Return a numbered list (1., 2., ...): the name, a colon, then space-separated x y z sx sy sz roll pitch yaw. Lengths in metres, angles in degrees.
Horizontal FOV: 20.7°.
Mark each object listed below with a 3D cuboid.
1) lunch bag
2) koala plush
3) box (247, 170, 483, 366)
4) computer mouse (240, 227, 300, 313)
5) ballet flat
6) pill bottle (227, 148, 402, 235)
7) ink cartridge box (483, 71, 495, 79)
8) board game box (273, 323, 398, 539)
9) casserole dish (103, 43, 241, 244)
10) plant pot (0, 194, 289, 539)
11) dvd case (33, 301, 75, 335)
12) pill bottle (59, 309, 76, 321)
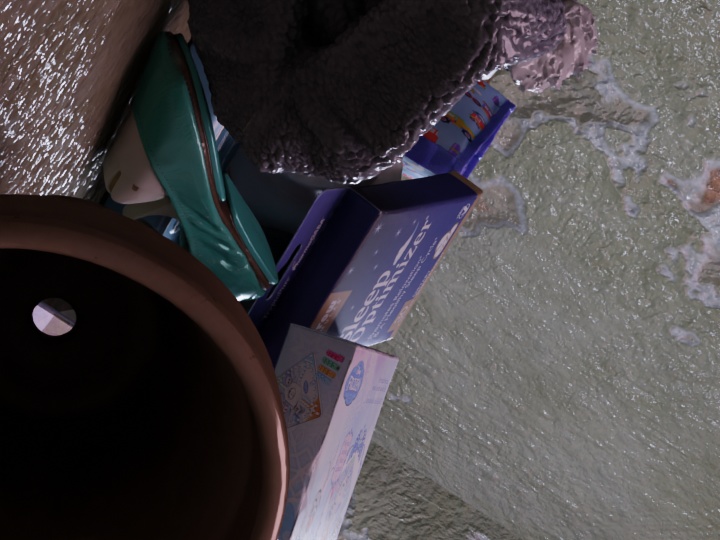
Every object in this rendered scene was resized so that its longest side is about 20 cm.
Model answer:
1. lunch bag: 0.020 -0.119 1.416 0.094 0.150 0.200 -58 176 10
2. koala plush: 0.028 -0.146 1.005 0.200 0.177 0.184 -32 165 -49
3. box: 0.000 0.000 1.220 0.122 0.032 0.200 -59 161 19
4. computer mouse: -0.070 0.027 1.287 0.200 0.137 0.053 106 -10 -72
5. ballet flat: -0.099 -0.043 1.055 0.070 0.068 0.200 -18 142 0
6. pill bottle: -0.032 -0.058 1.286 0.113 0.112 0.200 -56 175 -18
7. ink cartridge box: 0.098 -0.243 1.275 0.200 0.047 0.161 -43 -130 50
8. board game box: -0.038 0.134 1.116 0.200 0.043 0.200 33 77 -81
9. casserole dish: -0.098 -0.074 1.150 0.201 0.039 0.121 -60 176 16
10. plant pot: -0.133 0.049 0.805 0.201 0.199 0.175 -58 -165 14
11. dvd case: -0.157 0.099 0.962 0.143 0.018 0.200 -55 134 -3
12. pill bottle: -0.143 0.131 1.080 0.112 0.112 0.201 -53 143 -50
